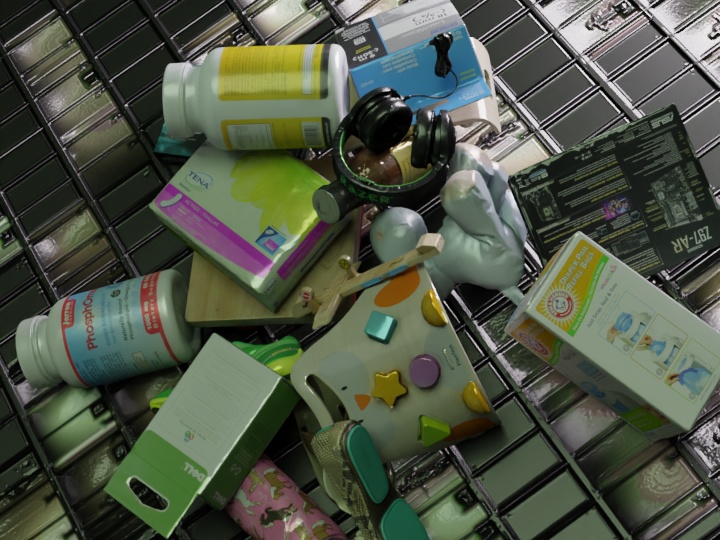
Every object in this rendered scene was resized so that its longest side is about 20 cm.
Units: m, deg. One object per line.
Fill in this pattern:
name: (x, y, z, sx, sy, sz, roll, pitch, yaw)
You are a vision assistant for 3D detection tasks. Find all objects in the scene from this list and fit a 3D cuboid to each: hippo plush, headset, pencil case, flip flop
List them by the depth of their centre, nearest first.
headset: (0.049, -0.159, 1.448, 0.122, 0.095, 0.201, 23, 57, 15)
pencil case: (-0.102, 0.252, 1.458, 0.200, 0.083, 0.087, 41, 98, 29)
flip flop: (-0.030, 0.173, 1.491, 0.080, 0.058, 0.202, -28, 59, 1)
hippo plush: (0.102, -0.026, 1.528, 0.159, 0.159, 0.202, -24, 101, 24)

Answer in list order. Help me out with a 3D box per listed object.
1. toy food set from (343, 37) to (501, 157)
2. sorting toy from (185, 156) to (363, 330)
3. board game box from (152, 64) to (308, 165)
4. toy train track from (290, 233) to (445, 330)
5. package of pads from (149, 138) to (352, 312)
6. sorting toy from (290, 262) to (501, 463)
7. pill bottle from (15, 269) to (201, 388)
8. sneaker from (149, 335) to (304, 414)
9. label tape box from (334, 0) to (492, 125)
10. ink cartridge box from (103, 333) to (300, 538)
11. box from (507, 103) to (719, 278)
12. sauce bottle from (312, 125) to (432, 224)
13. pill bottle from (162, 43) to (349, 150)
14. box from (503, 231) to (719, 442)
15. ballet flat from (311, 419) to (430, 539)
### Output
toy food set: (0.065, -0.198, 1.657, 0.197, 0.061, 0.145, -11, 50, 10)
sorting toy: (-0.090, -0.023, 1.602, 0.196, 0.070, 0.203, -3, 64, 16)
board game box: (-0.151, -0.189, 1.728, 0.197, 0.028, 0.137, 9, 67, 22)
toy train track: (0.000, 0.000, 1.450, 0.198, 0.033, 0.115, -24, 23, 32)
package of pads: (-0.123, -0.072, 1.557, 0.199, 0.068, 0.155, 35, 78, 28)
sorting toy: (0.028, 0.118, 1.423, 0.178, 0.107, 0.202, -27, 94, 5)
pill bottle: (-0.292, 0.074, 1.593, 0.197, 0.109, 0.110, -15, 60, 9)
sneaker: (-0.144, 0.131, 1.544, 0.197, 0.075, 0.084, -19, 35, 19)
label tape box: (0.058, -0.241, 1.573, 0.142, 0.064, 0.201, -21, 30, 2)
ink cartridge box: (-0.164, 0.178, 1.432, 0.103, 0.059, 0.201, 29, 77, 30)
box: (0.279, -0.066, 1.488, 0.198, 0.044, 0.162, -24, 85, 4)
sauce bottle: (0.024, -0.112, 1.510, 0.066, 0.067, 0.199, 33, 46, 28)
pill bottle: (-0.113, -0.191, 1.515, 0.196, 0.112, 0.114, -1, 63, 5)
box: (0.258, 0.069, 1.384, 0.199, 0.113, 0.102, 36, 76, 2)
ballet flat: (0.010, 0.243, 1.409, 0.075, 0.202, 0.068, -17, 17, 41)
